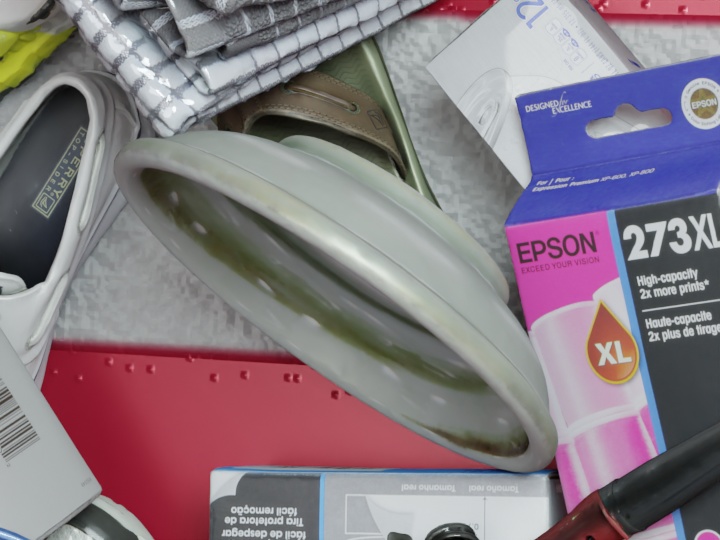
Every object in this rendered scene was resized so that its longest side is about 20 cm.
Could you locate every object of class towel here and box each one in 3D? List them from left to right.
[{"bbox_3d":[-0.045,-0.167,1.100,0.166,0.200,0.086,53,142,11],"label":"towel"}]

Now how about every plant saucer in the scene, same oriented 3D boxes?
[{"bbox_3d":[0.000,0.000,1.062,0.200,0.200,0.050,32,76,16],"label":"plant saucer"}]

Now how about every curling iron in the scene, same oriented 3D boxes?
[{"bbox_3d":[0.085,0.089,1.038,0.200,0.050,0.026,-27,47,28],"label":"curling iron"}]

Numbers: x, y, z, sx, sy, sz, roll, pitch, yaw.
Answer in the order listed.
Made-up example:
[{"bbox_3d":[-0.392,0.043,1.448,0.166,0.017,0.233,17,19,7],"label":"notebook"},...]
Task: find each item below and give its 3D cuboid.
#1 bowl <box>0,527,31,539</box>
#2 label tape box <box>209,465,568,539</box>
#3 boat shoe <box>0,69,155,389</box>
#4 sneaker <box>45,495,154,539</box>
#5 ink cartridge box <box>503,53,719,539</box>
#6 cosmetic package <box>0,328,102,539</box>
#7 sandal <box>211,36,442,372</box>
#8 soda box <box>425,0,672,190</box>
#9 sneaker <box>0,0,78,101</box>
[{"bbox_3d":[-0.170,0.191,1.064,0.200,0.039,0.202,-1,93,-10],"label":"bowl"},{"bbox_3d":[0.015,0.180,1.128,0.144,0.063,0.201,-1,87,18],"label":"label tape box"},{"bbox_3d":[-0.158,0.003,1.189,0.073,0.065,0.201,26,95,16],"label":"boat shoe"},{"bbox_3d":[-0.122,0.192,1.158,0.075,0.088,0.201,0,86,19],"label":"sneaker"},{"bbox_3d":[0.112,0.026,1.051,0.094,0.037,0.201,-9,94,35],"label":"ink cartridge box"},{"bbox_3d":[-0.220,0.104,1.164,0.200,0.085,0.108,-33,92,26],"label":"cosmetic package"},{"bbox_3d":[-0.018,-0.051,1.152,0.080,0.057,0.201,-33,81,17],"label":"sandal"},{"bbox_3d":[0.115,-0.023,1.106,0.063,0.068,0.200,-41,78,11],"label":"soda box"},{"bbox_3d":[-0.141,-0.139,1.187,0.200,0.074,0.085,-32,75,11],"label":"sneaker"}]
